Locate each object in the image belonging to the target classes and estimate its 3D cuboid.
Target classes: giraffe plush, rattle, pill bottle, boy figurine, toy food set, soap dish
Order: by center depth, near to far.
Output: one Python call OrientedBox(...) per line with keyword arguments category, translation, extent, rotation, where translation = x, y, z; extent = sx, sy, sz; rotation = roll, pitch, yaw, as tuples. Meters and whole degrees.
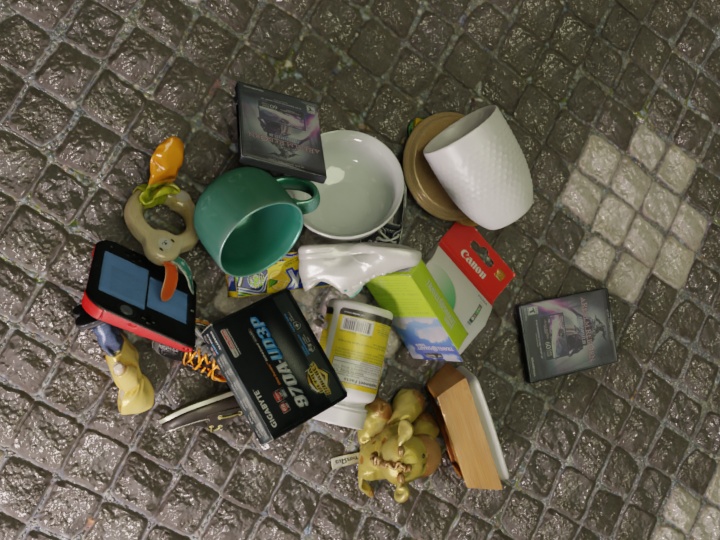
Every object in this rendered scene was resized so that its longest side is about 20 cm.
OrientedBox(category="rattle", translation=(-0.278, -0.075, 1.498), extent=(0.130, 0.143, 0.201), rotation=(25, 38, -38))
OrientedBox(category="boy figurine", translation=(-0.372, 0.134, 1.508), extent=(0.064, 0.124, 0.201), rotation=(-22, 125, -12))
OrientedBox(category="pill bottle", translation=(-0.020, 0.156, 1.644), extent=(0.113, 0.114, 0.202), rotation=(15, 84, -21))
OrientedBox(category="giraffe plush", translation=(0.066, 0.299, 1.648), extent=(0.199, 0.162, 0.174), rotation=(-28, 99, -20))
OrientedBox(category="soap dish", translation=(0.180, 0.271, 1.706), extent=(0.081, 0.157, 0.202), rotation=(-19, 96, -4))
OrientedBox(category="toy food set", translation=(0.164, -0.187, 1.758), extent=(0.198, 0.049, 0.200), rotation=(11, 82, -20))

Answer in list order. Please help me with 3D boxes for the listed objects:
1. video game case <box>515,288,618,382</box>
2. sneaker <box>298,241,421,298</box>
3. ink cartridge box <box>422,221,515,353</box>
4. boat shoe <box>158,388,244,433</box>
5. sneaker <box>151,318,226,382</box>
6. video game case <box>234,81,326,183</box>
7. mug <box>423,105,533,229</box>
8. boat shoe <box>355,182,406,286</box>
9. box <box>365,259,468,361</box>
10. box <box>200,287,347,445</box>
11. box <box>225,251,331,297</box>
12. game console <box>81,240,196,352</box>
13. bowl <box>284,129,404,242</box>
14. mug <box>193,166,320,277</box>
OrientedBox(category="video game case", translation=(0.389, 0.120, 1.853), extent=(0.198, 0.019, 0.144), rotation=(-10, 92, -21))
OrientedBox(category="sneaker", translation=(0.000, 0.000, 1.585), extent=(0.198, 0.075, 0.089), rotation=(-1, 94, 7))
OrientedBox(category="ink cartridge box", translation=(0.180, 0.025, 1.764), extent=(0.161, 0.050, 0.200), rotation=(47, 75, -15))
OrientedBox(category="boat shoe", translation=(-0.223, 0.225, 1.582), extent=(0.200, 0.072, 0.061), rotation=(-20, 92, -24))
OrientedBox(category="sneaker", translation=(-0.231, 0.135, 1.556), extent=(0.198, 0.078, 0.079), rotation=(11, 129, -9))
OrientedBox(category="video game case", translation=(-0.130, -0.224, 1.589), extent=(0.142, 0.019, 0.201), rotation=(13, 40, -21))
OrientedBox(category="mug", translation=(0.222, -0.179, 1.691), extent=(0.176, 0.147, 0.200), rotation=(56, 40, -15))
OrientedBox(category="boat shoe", translation=(0.041, -0.070, 1.697), extent=(0.071, 0.068, 0.202), rotation=(15, 84, -21))
OrientedBox(category="box", translation=(0.095, 0.067, 1.666), extent=(0.048, 0.121, 0.201), rotation=(-53, 124, -31))
OrientedBox(category="box", translation=(-0.132, 0.146, 1.531), extent=(0.158, 0.046, 0.201), rotation=(-25, 82, -38))
OrientedBox(category="box", translation=(-0.120, 0.002, 1.630), extent=(0.198, 0.070, 0.065), rotation=(-8, 92, -22))
OrientedBox(category="game console", translation=(-0.328, 0.035, 1.489), extent=(0.176, 0.201, 0.031), rotation=(23, 114, -19))
OrientedBox(category="bowl", translation=(-0.028, -0.125, 1.641), extent=(0.199, 0.091, 0.203), rotation=(1, 65, -2))
OrientedBox(category="mug", translation=(-0.170, -0.085, 1.533), extent=(0.184, 0.115, 0.153), rotation=(-7, 136, -47))
